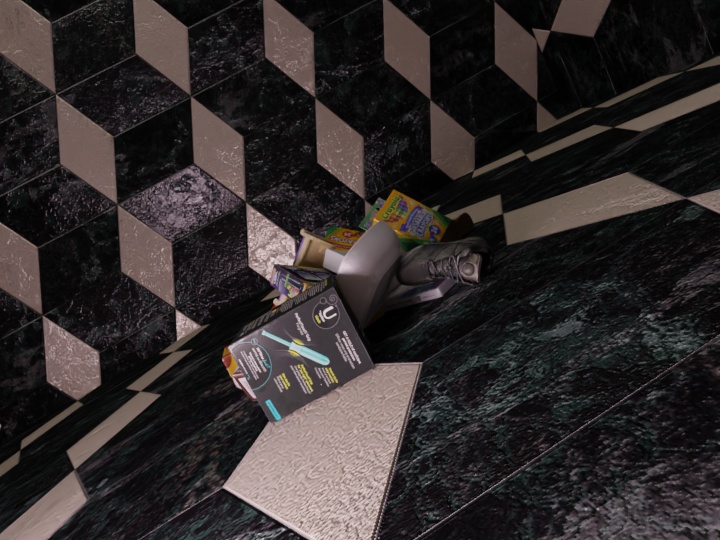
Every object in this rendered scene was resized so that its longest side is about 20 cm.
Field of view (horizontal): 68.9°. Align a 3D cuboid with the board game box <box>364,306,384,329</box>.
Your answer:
[{"bbox_3d":[-0.046,0.137,1.115,0.197,0.031,0.095,-31,9,-24],"label":"board game box"}]

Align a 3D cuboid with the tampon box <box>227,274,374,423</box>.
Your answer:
[{"bbox_3d":[-0.095,0.128,0.896,0.196,0.153,0.126,-28,9,2],"label":"tampon box"}]

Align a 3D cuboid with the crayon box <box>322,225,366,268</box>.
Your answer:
[{"bbox_3d":[-0.048,-0.037,1.439,0.123,0.052,0.203,10,41,2],"label":"crayon box"}]

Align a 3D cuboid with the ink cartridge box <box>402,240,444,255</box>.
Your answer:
[{"bbox_3d":[0.108,-0.023,1.346,0.198,0.085,0.144,-33,10,-33],"label":"ink cartridge box"}]

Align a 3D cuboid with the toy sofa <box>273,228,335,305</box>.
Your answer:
[{"bbox_3d":[-0.149,0.004,1.341,0.097,0.082,0.205,26,95,52],"label":"toy sofa"}]

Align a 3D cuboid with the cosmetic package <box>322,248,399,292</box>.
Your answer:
[{"bbox_3d":[0.000,0.000,1.249,0.081,0.052,0.198,8,12,-42],"label":"cosmetic package"}]

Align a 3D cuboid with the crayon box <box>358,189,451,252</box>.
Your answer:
[{"bbox_3d":[0.110,-0.116,1.283,0.127,0.196,0.052,-56,-11,-38],"label":"crayon box"}]

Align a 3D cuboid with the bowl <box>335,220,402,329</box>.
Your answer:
[{"bbox_3d":[0.014,0.023,1.040,0.200,0.073,0.203,-49,-19,-51],"label":"bowl"}]

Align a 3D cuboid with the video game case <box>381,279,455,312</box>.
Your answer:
[{"bbox_3d":[0.153,0.022,1.144,0.180,0.024,0.199,-20,12,46],"label":"video game case"}]

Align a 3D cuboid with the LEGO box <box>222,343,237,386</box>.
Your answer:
[{"bbox_3d":[-0.234,0.185,1.287,0.197,0.079,0.149,-30,8,-10],"label":"LEGO box"}]

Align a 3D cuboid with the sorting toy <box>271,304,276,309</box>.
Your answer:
[{"bbox_3d":[-0.195,0.095,1.724,0.196,0.071,0.199,-28,8,7],"label":"sorting toy"}]

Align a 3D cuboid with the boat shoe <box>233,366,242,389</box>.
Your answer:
[{"bbox_3d":[-0.198,0.195,1.135,0.065,0.073,0.199,-26,7,47],"label":"boat shoe"}]

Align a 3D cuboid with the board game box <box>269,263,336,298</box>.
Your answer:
[{"bbox_3d":[-0.089,0.039,1.230,0.196,0.058,0.164,6,12,-37],"label":"board game box"}]

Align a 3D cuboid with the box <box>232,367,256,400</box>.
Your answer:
[{"bbox_3d":[-0.152,0.160,1.049,0.099,0.076,0.200,-22,20,52],"label":"box"}]

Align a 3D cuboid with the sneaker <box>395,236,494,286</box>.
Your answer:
[{"bbox_3d":[0.164,-0.011,1.002,0.193,0.078,0.114,-11,13,0],"label":"sneaker"}]

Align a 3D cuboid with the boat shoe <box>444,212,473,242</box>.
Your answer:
[{"bbox_3d":[0.244,-0.104,1.453,0.064,0.073,0.198,-26,-2,43],"label":"boat shoe"}]
